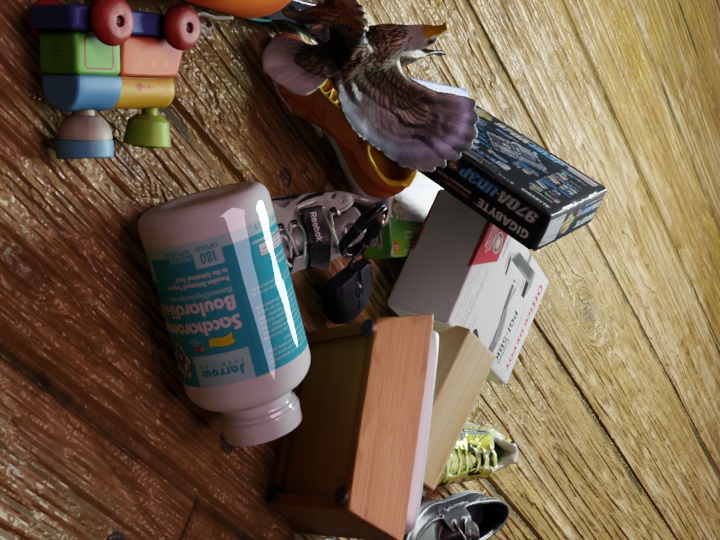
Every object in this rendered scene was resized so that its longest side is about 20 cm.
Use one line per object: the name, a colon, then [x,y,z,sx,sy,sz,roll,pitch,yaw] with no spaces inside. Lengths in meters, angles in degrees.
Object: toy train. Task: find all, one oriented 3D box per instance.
toy train: [-0.163,-0.149,0.746,0.199,0.084,0.118,-14,110,-56]

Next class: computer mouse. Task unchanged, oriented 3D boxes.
computer mouse: [0.000,0.000,0.889,0.058,0.201,0.034,-32,72,-23]

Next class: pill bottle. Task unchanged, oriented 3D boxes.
pill bottle: [-0.104,0.037,0.775,0.110,0.109,0.203,-30,111,-51]

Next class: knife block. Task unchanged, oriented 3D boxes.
knife block: [0.056,0.175,0.941,0.064,0.198,0.177,42,25,-44]

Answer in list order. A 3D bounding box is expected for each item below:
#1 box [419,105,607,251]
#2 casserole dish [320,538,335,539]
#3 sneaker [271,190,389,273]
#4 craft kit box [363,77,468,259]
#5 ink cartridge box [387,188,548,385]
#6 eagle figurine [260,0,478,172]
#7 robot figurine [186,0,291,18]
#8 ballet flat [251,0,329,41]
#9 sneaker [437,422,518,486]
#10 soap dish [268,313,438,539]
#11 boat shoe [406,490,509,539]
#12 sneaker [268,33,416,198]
box: [0.147,-0.109,1.011,0.158,0.199,0.046,-22,143,-53]
casserole dish: [-0.028,0.344,0.915,0.201,0.038,0.122,55,46,-35]
sneaker: [-0.045,-0.040,0.888,0.199,0.087,0.075,-30,112,-50]
craft kit box: [0.069,-0.116,1.091,0.199,0.048,0.201,-4,88,-54]
ink cartridge box: [0.130,0.024,1.081,0.200,0.082,0.148,43,68,-53]
eagle figurine: [0.020,-0.192,0.877,0.153,0.149,0.200,-65,150,-11]
robot figurine: [-0.104,-0.257,0.709,0.200,0.142,0.118,-20,126,-70]
ballet flat: [-0.076,-0.263,0.875,0.199,0.072,0.074,0,86,-57]
sneaker: [0.113,0.209,1.092,0.199,0.076,0.077,-3,91,-53]
soap dish: [-0.008,0.141,0.874,0.080,0.156,0.203,21,69,-33]
boat shoe: [0.110,0.300,1.088,0.199,0.065,0.071,1,86,-54]
sneaker: [-0.014,-0.159,0.937,0.200,0.077,0.073,46,55,-22]
